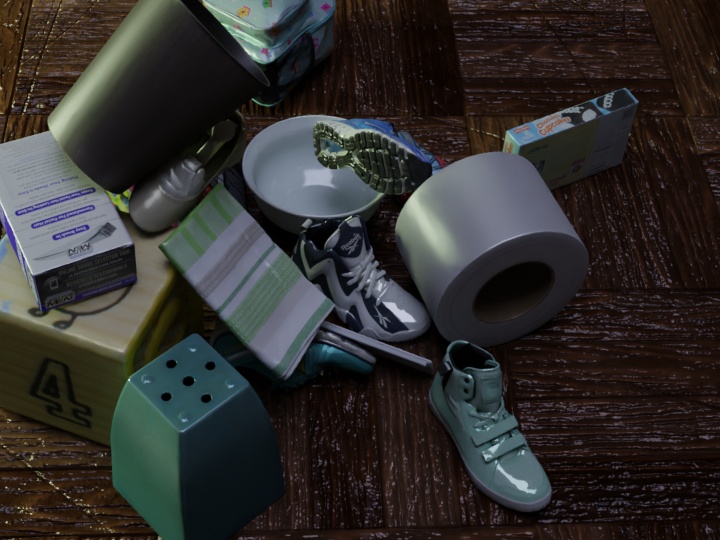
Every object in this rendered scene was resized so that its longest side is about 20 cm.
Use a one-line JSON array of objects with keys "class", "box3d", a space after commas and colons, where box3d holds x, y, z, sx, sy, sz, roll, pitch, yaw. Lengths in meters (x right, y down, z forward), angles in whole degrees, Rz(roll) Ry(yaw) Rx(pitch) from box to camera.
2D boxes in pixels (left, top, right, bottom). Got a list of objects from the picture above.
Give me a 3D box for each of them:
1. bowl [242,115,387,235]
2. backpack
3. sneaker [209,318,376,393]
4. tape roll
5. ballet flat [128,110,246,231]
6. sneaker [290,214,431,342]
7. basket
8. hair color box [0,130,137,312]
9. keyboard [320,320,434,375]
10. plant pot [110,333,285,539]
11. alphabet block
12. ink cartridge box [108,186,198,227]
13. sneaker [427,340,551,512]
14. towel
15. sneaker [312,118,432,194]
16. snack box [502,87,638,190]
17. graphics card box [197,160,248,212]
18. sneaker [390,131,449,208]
[{"class": "bowl", "box3d": [-0.055, -0.108, 1.575, 0.199, 0.091, 0.202, 2, 47, -2]}, {"class": "backpack", "box3d": [-0.133, -0.361, 1.755, 0.175, 0.154, 0.200, 28, 46, 26]}, {"class": "sneaker", "box3d": [-0.081, 0.106, 1.417, 0.198, 0.078, 0.081, 7, 82, -6]}, {"class": "tape roll", "box3d": [0.157, -0.023, 1.446, 0.201, 0.204, 0.140, -14, 51, -16]}, {"class": "ballet flat", "box3d": [-0.188, -0.120, 1.343, 0.069, 0.070, 0.200, 22, 45, 15]}, {"class": "sneaker", "box3d": [0.000, 0.000, 1.462, 0.198, 0.130, 0.079, 32, 56, 22]}, {"class": "basket", "box3d": [-0.224, -0.189, 1.272, 0.200, 0.180, 0.136, -41, 53, 8]}, {"class": "hair color box", "box3d": [-0.324, -0.059, 1.278, 0.108, 0.065, 0.201, -19, 51, -20]}, {"class": "keyboard", "box3d": [-0.005, 0.084, 1.441, 0.198, 0.056, 0.011, 20, 80, 13]}, {"class": "plant pot", "box3d": [-0.173, 0.174, 1.254, 0.141, 0.201, 0.141, -34, 59, -30]}, {"class": "alphabet block", "box3d": [-0.304, 0.057, 1.350, 0.198, 0.197, 0.196, 16, 51, 10]}, {"class": "ink cartridge box", "box3d": [-0.272, -0.060, 1.429, 0.120, 0.200, 0.042, 49, 53, 0]}, {"class": "sneaker", "box3d": [0.146, 0.170, 1.334, 0.073, 0.119, 0.201, -24, 56, -25]}, {"class": "towel", "box3d": [-0.120, 0.009, 1.329, 0.200, 0.031, 0.149, 49, 34, -12]}, {"class": "sneaker", "box3d": [0.027, -0.154, 1.489, 0.089, 0.079, 0.199, -20, 32, -31]}, {"class": "snack box", "box3d": [0.282, -0.168, 1.636, 0.198, 0.117, 0.037, -21, 53, -21]}, {"class": "graphics card box", "box3d": [-0.202, -0.132, 1.556, 0.051, 0.125, 0.201, -29, 43, 19]}, {"class": "sneaker", "box3d": [0.103, -0.108, 1.612, 0.095, 0.080, 0.201, -14, 59, -28]}]
